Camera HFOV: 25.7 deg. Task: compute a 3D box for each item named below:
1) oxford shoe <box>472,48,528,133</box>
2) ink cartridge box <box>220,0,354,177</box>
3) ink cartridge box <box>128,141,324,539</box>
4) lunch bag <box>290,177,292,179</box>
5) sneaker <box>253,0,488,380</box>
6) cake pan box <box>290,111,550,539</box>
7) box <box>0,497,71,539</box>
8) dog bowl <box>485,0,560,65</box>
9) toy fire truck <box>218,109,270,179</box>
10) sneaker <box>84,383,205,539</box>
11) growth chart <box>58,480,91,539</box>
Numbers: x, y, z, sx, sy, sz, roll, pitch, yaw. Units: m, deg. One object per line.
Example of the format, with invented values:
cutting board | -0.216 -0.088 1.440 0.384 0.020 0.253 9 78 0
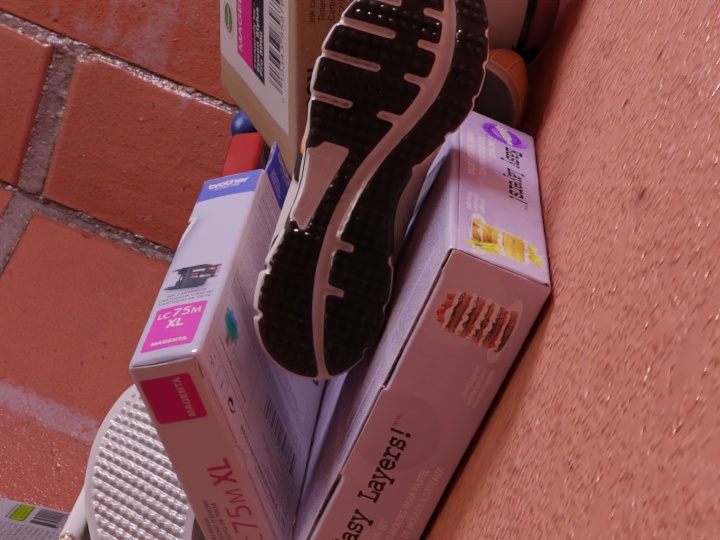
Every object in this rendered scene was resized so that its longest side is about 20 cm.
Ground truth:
oxford shoe | 0.039 -0.036 0.870 0.200 0.071 0.071 -57 -7 32
ink cartridge box | -0.028 -0.173 0.912 0.165 0.075 0.200 -129 35 -57
ink cartridge box | -0.055 0.034 0.778 0.200 0.042 0.119 -74 -30 -56
lunch bag | 0.006 -0.154 1.147 0.200 0.139 0.168 -79 12 -65
sneaker | -0.001 -0.049 0.734 0.080 0.074 0.200 -169 102 -85
cake pan box | 0.024 0.042 0.750 0.184 0.052 0.200 -78 12 -67
box | -0.235 0.243 0.921 0.112 0.101 0.200 -68 -10 -82
dog bowl | 0.051 -0.194 0.899 0.200 0.074 0.200 173 90 -72
toy fire truck | -0.065 -0.025 1.137 0.200 0.112 0.168 -81 -14 -61
sneaker | -0.109 0.156 0.869 0.082 0.074 0.200 77 -170 -55
growth chart | -0.167 0.206 0.911 0.145 0.018 0.200 -75 -3 -67
